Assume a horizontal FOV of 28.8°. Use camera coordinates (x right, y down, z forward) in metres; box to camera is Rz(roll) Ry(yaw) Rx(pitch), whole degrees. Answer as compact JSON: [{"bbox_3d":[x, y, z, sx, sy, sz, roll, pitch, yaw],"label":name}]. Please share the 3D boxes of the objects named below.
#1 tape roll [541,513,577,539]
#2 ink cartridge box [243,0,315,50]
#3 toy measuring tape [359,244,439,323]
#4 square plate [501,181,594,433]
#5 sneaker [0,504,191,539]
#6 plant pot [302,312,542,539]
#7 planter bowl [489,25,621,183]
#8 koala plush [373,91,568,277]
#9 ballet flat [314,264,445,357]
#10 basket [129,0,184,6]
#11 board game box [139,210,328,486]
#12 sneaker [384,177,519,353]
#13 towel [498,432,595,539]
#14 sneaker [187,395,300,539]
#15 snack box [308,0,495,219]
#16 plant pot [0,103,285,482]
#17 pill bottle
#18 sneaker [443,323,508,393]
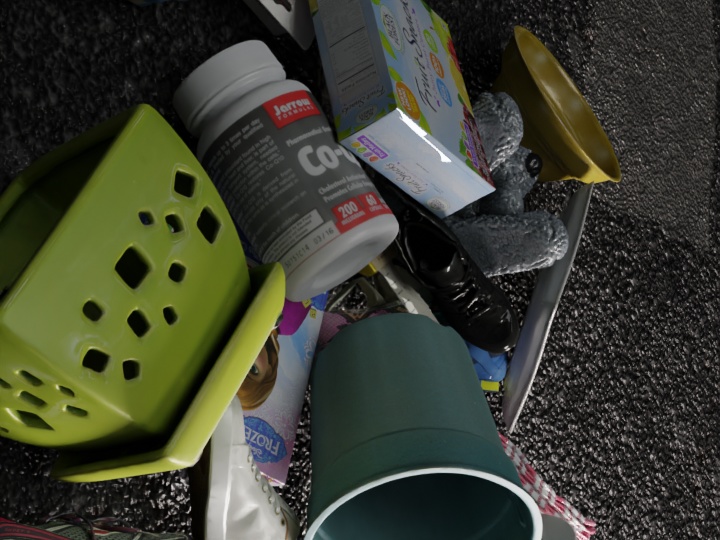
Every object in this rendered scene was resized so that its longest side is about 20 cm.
[{"bbox_3d":[0.123,0.331,1.287,0.202,0.202,0.140,-33,106,-46],"label":"tape roll"},{"bbox_3d":[-0.072,-0.302,1.290,0.117,0.067,0.201,45,51,-35],"label":"ink cartridge box"},{"bbox_3d":[0.000,0.000,1.293,0.201,0.073,0.073,54,45,-1],"label":"toy measuring tape"},{"bbox_3d":[0.189,0.035,1.457,0.201,0.028,0.199,102,8,-45],"label":"square plate"},{"bbox_3d":[-0.197,0.211,1.046,0.199,0.081,0.075,10,42,-55],"label":"sneaker"},{"bbox_3d":[0.038,0.155,1.200,0.200,0.200,0.197,39,28,-37],"label":"plant pot"},{"bbox_3d":[0.194,-0.160,1.526,0.200,0.083,0.201,47,22,-25],"label":"planter bowl"},{"bbox_3d":[0.113,-0.087,1.415,0.179,0.183,0.200,67,22,-11],"label":"koala plush"},{"bbox_3d":[0.020,0.036,1.337,0.199,0.069,0.072,-20,81,-47],"label":"ballet flat"},{"bbox_3d":[-0.191,-0.310,1.103,0.200,0.138,0.178,20,69,-55],"label":"basket"},{"bbox_3d":[-0.121,0.055,1.183,0.200,0.041,0.201,32,60,-39],"label":"board game box"},{"bbox_3d":[0.076,0.001,1.284,0.200,0.060,0.104,53,8,-3],"label":"sneaker"},{"bbox_3d":[0.134,0.184,1.373,0.030,0.146,0.200,-49,122,-10],"label":"towel"},{"bbox_3d":[-0.091,0.175,1.119,0.084,0.073,0.202,-7,119,-17],"label":"sneaker"},{"bbox_3d":[0.033,-0.169,1.243,0.168,0.067,0.201,34,35,-48],"label":"snack box"},{"bbox_3d":[-0.180,0.033,0.981,0.181,0.199,0.200,44,56,-22],"label":"plant pot"},{"bbox_3d":[-0.066,-0.085,1.176,0.114,0.114,0.201,-22,75,-48],"label":"pill bottle"},{"bbox_3d":[0.086,0.073,1.374,0.200,0.066,0.079,12,93,-57],"label":"sneaker"}]
